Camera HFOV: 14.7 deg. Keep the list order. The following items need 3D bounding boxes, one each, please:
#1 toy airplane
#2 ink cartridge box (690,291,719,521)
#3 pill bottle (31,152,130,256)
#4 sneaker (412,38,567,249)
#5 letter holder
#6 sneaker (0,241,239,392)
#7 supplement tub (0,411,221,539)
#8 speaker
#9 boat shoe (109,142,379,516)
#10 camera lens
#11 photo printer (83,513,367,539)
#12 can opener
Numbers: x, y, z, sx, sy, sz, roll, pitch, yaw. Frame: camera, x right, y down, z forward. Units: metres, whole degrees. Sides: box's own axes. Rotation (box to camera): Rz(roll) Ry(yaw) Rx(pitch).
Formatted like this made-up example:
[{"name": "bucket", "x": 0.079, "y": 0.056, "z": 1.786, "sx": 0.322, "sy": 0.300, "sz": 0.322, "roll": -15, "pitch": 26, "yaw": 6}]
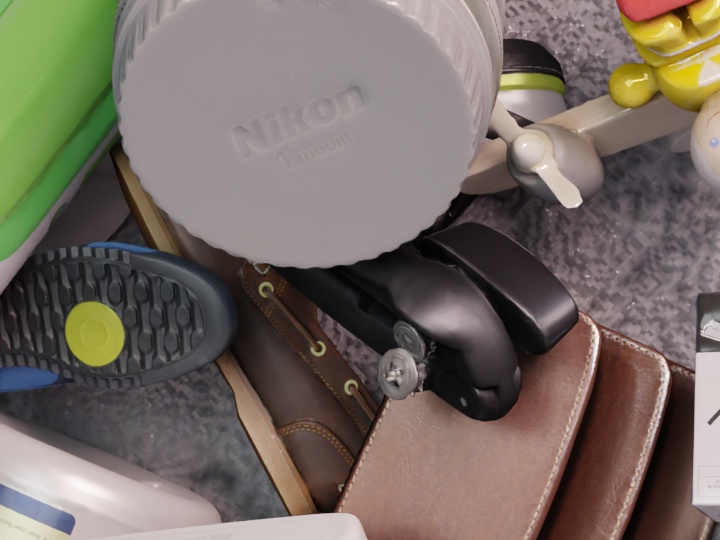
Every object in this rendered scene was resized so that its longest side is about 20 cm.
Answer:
[{"name": "toy airplane", "x": 0.157, "y": -0.082, "z": 1.192, "sx": 0.199, "sy": 0.200, "sz": 0.141, "roll": 8, "pitch": 48, "yaw": -18}, {"name": "ink cartridge box", "x": 0.238, "y": 0.054, "z": 1.155, "sx": 0.200, "sy": 0.044, "sz": 0.094, "roll": -2, "pitch": 75, "yaw": 21}, {"name": "pill bottle", "x": -0.198, "y": -0.097, "z": 1.360, "sx": 0.114, "sy": 0.114, "sz": 0.200, "roll": -35, "pitch": 71, "yaw": 10}, {"name": "sneaker", "x": 0.007, "y": -0.049, "z": 1.303, "sx": 0.200, "sy": 0.072, "sz": 0.083, "roll": -13, "pitch": 79, "yaw": 17}, {"name": "letter holder", "x": 0.071, "y": 0.117, "z": 1.236, "sx": 0.142, "sy": 0.101, "sz": 0.200, "roll": 24, "pitch": 89, "yaw": 19}, {"name": "sneaker", "x": -0.136, "y": 0.020, "z": 1.284, "sx": 0.200, "sy": 0.078, "sz": 0.066, "roll": -7, "pitch": 95, "yaw": 27}, {"name": "supplement tub", "x": -0.162, "y": 0.176, "z": 1.281, "sx": 0.145, "sy": 0.145, "sz": 0.200, "roll": 22, "pitch": 88, "yaw": 21}, {"name": "speaker", "x": -0.157, "y": -0.065, "z": 1.245, "sx": 0.088, "sy": 0.089, "sz": 0.200, "roll": 23, "pitch": 60, "yaw": 21}, {"name": "boat shoe", "x": -0.046, "y": 0.018, "z": 1.297, "sx": 0.070, "sy": 0.070, "sz": 0.200, "roll": -29, "pitch": 96, "yaw": -2}, {"name": "camera lens", "x": -0.018, "y": -0.118, "z": 1.175, "sx": 0.160, "sy": 0.160, "sz": 0.200, "roll": -15, "pitch": 36, "yaw": 16}, {"name": "photo printer", "x": -0.052, "y": 0.206, "z": 1.178, "sx": 0.166, "sy": 0.069, "sz": 0.200, "roll": -9, "pitch": 110, "yaw": 21}, {"name": "can opener", "x": 0.000, "y": 0.000, "z": 1.208, "sx": 0.200, "sy": 0.079, "sz": 0.064, "roll": 31, "pitch": 130, "yaw": 33}]
